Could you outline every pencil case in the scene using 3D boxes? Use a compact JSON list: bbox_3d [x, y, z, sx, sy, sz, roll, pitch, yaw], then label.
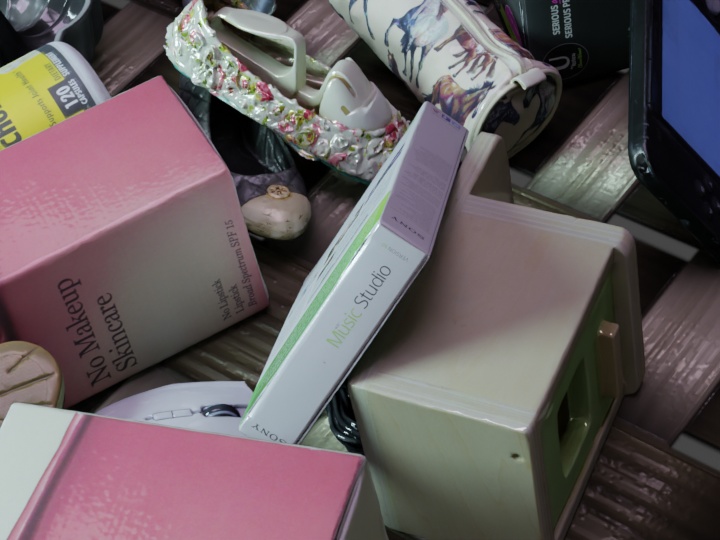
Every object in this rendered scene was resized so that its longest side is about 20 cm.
[{"bbox_3d":[0.055,-0.156,1.208,0.077,0.090,0.200,-26,54,-19],"label":"pencil case"}]

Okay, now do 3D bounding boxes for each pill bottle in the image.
[{"bbox_3d":[-0.253,-0.058,1.176,0.199,0.112,0.112,-31,50,-16],"label":"pill bottle"}]

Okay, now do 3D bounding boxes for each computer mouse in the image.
[{"bbox_3d":[-0.093,0.093,1.053,0.199,0.044,0.110,-19,48,-5],"label":"computer mouse"}]

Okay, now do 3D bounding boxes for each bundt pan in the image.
[{"bbox_3d":[-0.276,-0.169,1.306,0.200,0.076,0.203,-6,47,7],"label":"bundt pan"}]

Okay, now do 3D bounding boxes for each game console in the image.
[{"bbox_3d":[0.254,-0.114,1.103,0.116,0.176,0.201,-19,50,34],"label":"game console"}]

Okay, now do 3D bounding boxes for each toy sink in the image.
[{"bbox_3d":[0.090,0.041,1.003,0.111,0.131,0.201,13,51,22],"label":"toy sink"}]

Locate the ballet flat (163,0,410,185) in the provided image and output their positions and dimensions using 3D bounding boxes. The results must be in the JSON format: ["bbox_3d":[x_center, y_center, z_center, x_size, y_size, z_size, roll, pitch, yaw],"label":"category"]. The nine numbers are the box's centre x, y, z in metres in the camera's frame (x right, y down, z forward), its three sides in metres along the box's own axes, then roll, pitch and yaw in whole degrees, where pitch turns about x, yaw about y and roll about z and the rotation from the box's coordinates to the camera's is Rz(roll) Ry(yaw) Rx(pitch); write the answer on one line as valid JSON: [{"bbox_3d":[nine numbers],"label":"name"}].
[{"bbox_3d":[-0.038,-0.119,1.172,0.199,0.064,0.076,29,42,5],"label":"ballet flat"}]

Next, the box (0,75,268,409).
[{"bbox_3d":[-0.174,-0.006,1.102,0.199,0.128,0.109,-27,49,-12],"label":"box"}]

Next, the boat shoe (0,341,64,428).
[{"bbox_3d":[-0.217,0.141,1.022,0.072,0.072,0.201,17,74,8],"label":"boat shoe"}]

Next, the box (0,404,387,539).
[{"bbox_3d":[-0.094,0.159,0.925,0.199,0.128,0.109,6,50,18],"label":"box"}]

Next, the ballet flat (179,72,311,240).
[{"bbox_3d":[-0.080,-0.092,1.201,0.066,0.057,0.201,-1,42,-26],"label":"ballet flat"}]

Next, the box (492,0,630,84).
[{"bbox_3d":[0.187,-0.233,1.234,0.199,0.125,0.149,-14,46,-3],"label":"box"}]

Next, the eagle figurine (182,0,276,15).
[{"bbox_3d":[-0.083,-0.255,1.331,0.152,0.151,0.200,-41,81,25],"label":"eagle figurine"}]

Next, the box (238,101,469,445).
[{"bbox_3d":[0.000,0.000,0.999,0.036,0.145,0.200,33,24,-4],"label":"box"}]
